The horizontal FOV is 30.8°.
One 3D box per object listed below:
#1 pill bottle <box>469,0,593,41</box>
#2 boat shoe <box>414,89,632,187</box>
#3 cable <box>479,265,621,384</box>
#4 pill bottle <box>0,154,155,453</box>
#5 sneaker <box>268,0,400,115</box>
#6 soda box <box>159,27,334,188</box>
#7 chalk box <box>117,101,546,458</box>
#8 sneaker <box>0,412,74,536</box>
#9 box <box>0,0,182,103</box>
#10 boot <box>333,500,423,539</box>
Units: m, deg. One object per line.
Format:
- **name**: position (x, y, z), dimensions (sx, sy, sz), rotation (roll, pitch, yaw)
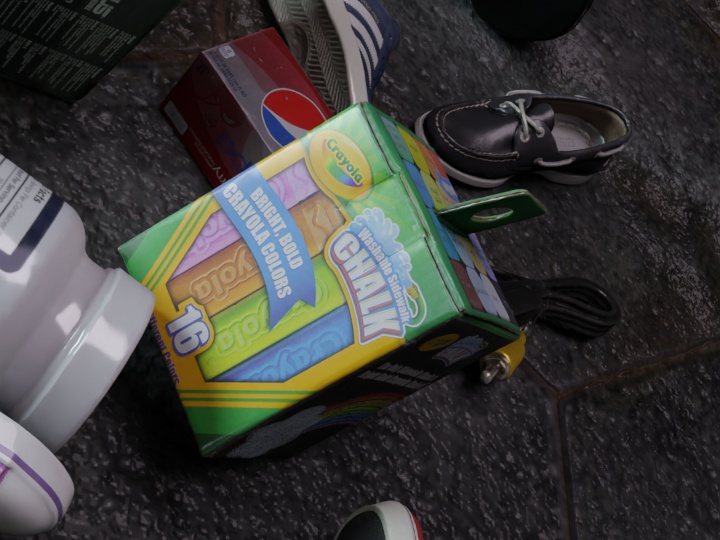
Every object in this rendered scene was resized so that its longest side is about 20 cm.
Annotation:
- **pill bottle**: position (0.162, -0.293, 1.116), dimensions (0.112, 0.112, 0.201), rotation (37, 44, -13)
- **boat shoe**: position (0.128, -0.104, 0.994), dimensions (0.199, 0.060, 0.075), rotation (3, 60, -39)
- **cable**: position (0.107, 0.027, 0.917), dimensions (0.097, 0.050, 0.199), rotation (47, 27, 22)
- **pill bottle**: position (-0.201, -0.008, 0.607), dimensions (0.199, 0.116, 0.116), rotation (38, 44, -14)
- **sneaker**: position (-0.005, -0.140, 0.899), dimensions (0.084, 0.075, 0.202), rotation (13, 57, -39)
- **soda box**: position (-0.036, -0.048, 0.813), dimensions (0.070, 0.063, 0.201), rotation (-28, 82, -45)
- **chalk box**: position (0.000, 0.000, 0.687), dimensions (0.125, 0.199, 0.125), rotation (64, 14, 16)
- **sneaker**: position (-0.229, 0.096, 0.553), dimensions (0.199, 0.073, 0.115), rotation (24, 51, -12)
- **box**: position (-0.142, -0.214, 0.719), dimensions (0.086, 0.199, 0.165), rotation (19, 61, -30)
- **boot**: position (0.051, 0.228, 0.694), dimensions (0.143, 0.072, 0.202), rotation (13, 62, -34)
